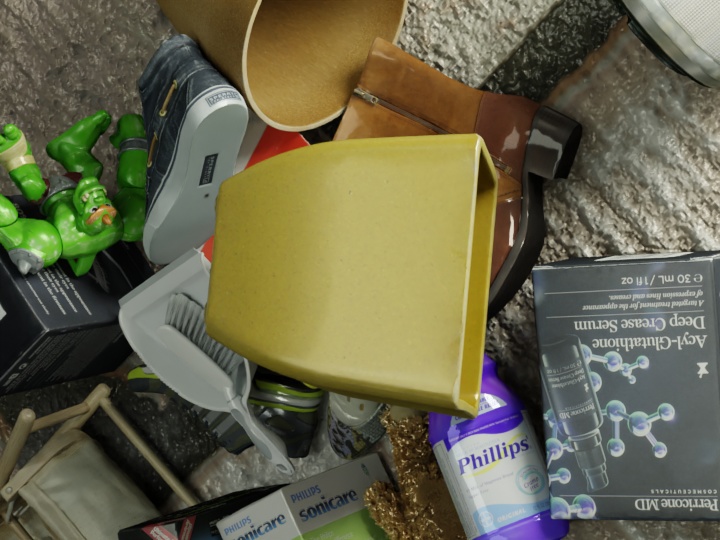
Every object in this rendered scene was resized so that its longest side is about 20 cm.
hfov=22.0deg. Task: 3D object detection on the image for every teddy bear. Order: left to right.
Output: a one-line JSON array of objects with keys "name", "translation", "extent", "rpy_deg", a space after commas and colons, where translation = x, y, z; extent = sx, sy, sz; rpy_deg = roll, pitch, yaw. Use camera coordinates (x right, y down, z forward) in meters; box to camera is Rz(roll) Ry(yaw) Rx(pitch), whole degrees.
[{"name": "teddy bear", "translation": [0.074, 0.194, 1.547], "extent": [0.144, 0.067, 0.201], "rpy_deg": [-21, 79, -7]}]

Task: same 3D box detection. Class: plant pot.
[{"name": "plant pot", "translation": [-0.092, -0.245, 1.561], "extent": [0.200, 0.186, 0.187], "rpy_deg": [35, 109, 33]}, {"name": "plant pot", "translation": [-0.008, 0.003, 1.396], "extent": [0.199, 0.196, 0.195], "rpy_deg": [4, 84, 9]}]

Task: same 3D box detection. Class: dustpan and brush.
[{"name": "dustpan and brush", "translation": [-0.116, 0.089, 1.572], "extent": [0.200, 0.057, 0.139], "rpy_deg": [45, 137, -13]}]

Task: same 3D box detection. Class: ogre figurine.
[{"name": "ogre figurine", "translation": [-0.250, -0.066, 1.593], "extent": [0.098, 0.200, 0.120], "rpy_deg": [-39, 73, 34]}]

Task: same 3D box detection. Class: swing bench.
[{"name": "swing bench", "translation": [-0.260, 0.251, 1.708], "extent": [0.199, 0.130, 0.200], "rpy_deg": [47, 118, 17]}]

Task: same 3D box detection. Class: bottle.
[{"name": "bottle", "translation": [0.098, 0.134, 1.495], "extent": [0.083, 0.065, 0.201], "rpy_deg": [-19, 78, -7]}]

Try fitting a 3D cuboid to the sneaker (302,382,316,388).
[{"name": "sneaker", "translation": [0.000, 0.000, 1.523], "extent": [0.084, 0.074, 0.201], "rpy_deg": [6, 92, 24]}]

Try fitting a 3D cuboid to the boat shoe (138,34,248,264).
[{"name": "boat shoe", "translation": [-0.150, -0.099, 1.542], "extent": [0.091, 0.071, 0.201], "rpy_deg": [56, 141, 29]}]

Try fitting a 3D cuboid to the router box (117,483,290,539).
[{"name": "router box", "translation": [-0.116, 0.274, 1.586], "extent": [0.062, 0.200, 0.151], "rpy_deg": [-12, 89, 28]}]

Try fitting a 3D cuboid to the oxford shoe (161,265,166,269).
[{"name": "oxford shoe", "translation": [-0.104, 0.022, 1.629], "extent": [0.199, 0.084, 0.073], "rpy_deg": [9, 100, 29]}]

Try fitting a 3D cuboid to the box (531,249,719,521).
[{"name": "box", "translation": [0.225, 0.088, 1.443], "extent": [0.148, 0.107, 0.201], "rpy_deg": [-4, 93, 28]}]

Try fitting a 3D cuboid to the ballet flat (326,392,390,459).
[{"name": "ballet flat", "translation": [0.013, 0.076, 1.577], "extent": [0.072, 0.072, 0.201], "rpy_deg": [40, 111, 20]}]

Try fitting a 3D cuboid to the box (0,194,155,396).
[{"name": "box", "translation": [-0.285, 0.017, 1.658], "extent": [0.104, 0.200, 0.148], "rpy_deg": [-43, 73, 25]}]

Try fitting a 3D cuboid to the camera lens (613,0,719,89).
[{"name": "camera lens", "translation": [0.284, -0.244, 1.354], "extent": [0.200, 0.160, 0.160], "rpy_deg": [-40, 75, 25]}]

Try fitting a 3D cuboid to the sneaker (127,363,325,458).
[{"name": "sneaker", "translation": [-0.125, 0.121, 1.655], "extent": [0.199, 0.074, 0.081], "rpy_deg": [9, 101, 29]}]

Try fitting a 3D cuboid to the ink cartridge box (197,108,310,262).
[{"name": "ink cartridge box", "translation": [-0.123, -0.081, 1.603], "extent": [0.163, 0.057, 0.200], "rpy_deg": [-61, 34, 18]}]

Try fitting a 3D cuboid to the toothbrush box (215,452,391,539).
[{"name": "toothbrush box", "translation": [-0.011, 0.272, 1.558], "extent": [0.086, 0.145, 0.201], "rpy_deg": [-30, 81, 34]}]

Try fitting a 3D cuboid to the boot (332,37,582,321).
[{"name": "boot", "translation": [0.060, -0.074, 1.531], "extent": [0.199, 0.068, 0.189], "rpy_deg": [23, 103, 20]}]
